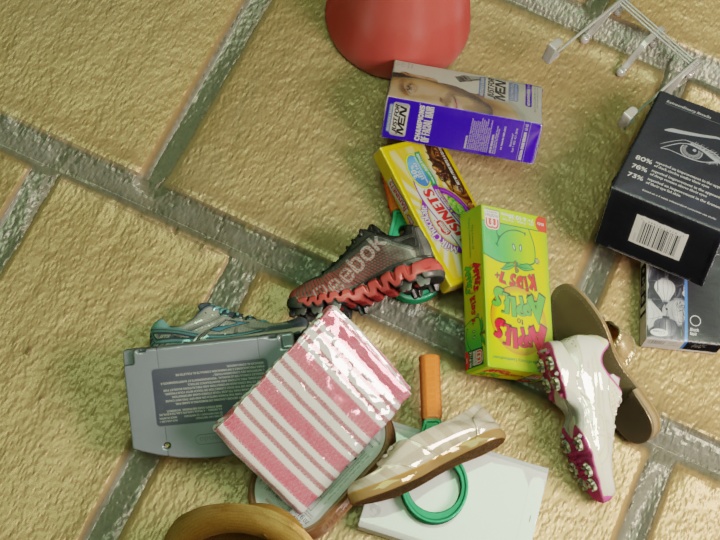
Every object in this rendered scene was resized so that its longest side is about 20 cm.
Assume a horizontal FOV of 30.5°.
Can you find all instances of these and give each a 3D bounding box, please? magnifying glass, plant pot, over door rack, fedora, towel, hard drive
[{"bbox_3d":[0.055,-0.055,1.664,0.079,0.022,0.202,-9,68,-7],"label":"magnifying glass"},{"bbox_3d":[0.054,-0.375,1.715,0.199,0.178,0.202,1,69,-2],"label":"plant pot"},{"bbox_3d":[0.341,-0.270,1.739,0.148,0.067,0.200,44,52,13],"label":"over door rack"},{"bbox_3d":[-0.120,0.318,1.462,0.199,0.202,0.082,22,29,6],"label":"fedora"},{"bbox_3d":[0.084,0.197,1.548,0.079,0.022,0.202,0,70,-3],"label":"magnifying glass"},{"bbox_3d":[-0.052,0.157,1.494,0.200,0.030,0.146,-46,103,-13],"label":"towel"},{"bbox_3d":[0.109,0.267,1.545,0.198,0.026,0.133,17,68,3],"label":"hard drive"}]

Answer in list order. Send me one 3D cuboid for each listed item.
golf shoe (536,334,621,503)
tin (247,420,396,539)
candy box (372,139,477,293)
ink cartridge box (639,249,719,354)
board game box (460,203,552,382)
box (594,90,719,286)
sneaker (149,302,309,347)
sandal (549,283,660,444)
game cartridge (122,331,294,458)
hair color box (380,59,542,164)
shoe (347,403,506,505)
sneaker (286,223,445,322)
[{"bbox_3d":[0.276,0.170,1.546,0.091,0.075,0.202,-18,95,-16],"label":"golf shoe"},{"bbox_3d":[-0.044,0.227,1.531,0.112,0.042,0.200,40,76,18],"label":"tin"},{"bbox_3d":[0.101,-0.074,1.654,0.102,0.026,0.201,-17,73,-33],"label":"candy box"},{"bbox_3d":[0.404,0.001,1.660,0.099,0.039,0.202,5,68,0],"label":"ink cartridge box"},{"bbox_3d":[0.178,0.029,1.603,0.101,0.048,0.202,10,69,-30],"label":"board game box"},{"bbox_3d":[0.397,-0.105,1.633,0.147,0.105,0.200,24,52,14],"label":"box"},{"bbox_3d":[-0.159,0.073,1.581,0.198,0.078,0.087,-12,66,-8],"label":"sneaker"},{"bbox_3d":[0.308,0.106,1.610,0.069,0.078,0.213,-19,75,-44],"label":"sandal"},{"bbox_3d":[-0.168,0.146,1.518,0.198,0.042,0.134,-6,96,1],"label":"game cartridge"},{"bbox_3d":[0.131,-0.204,1.689,0.198,0.065,0.110,9,34,1],"label":"hair color box"},{"bbox_3d":[0.069,0.210,1.496,0.199,0.070,0.054,-21,71,-19],"label":"shoe"},{"bbox_3d":[0.000,0.000,1.601,0.199,0.071,0.099,-18,74,12],"label":"sneaker"}]
